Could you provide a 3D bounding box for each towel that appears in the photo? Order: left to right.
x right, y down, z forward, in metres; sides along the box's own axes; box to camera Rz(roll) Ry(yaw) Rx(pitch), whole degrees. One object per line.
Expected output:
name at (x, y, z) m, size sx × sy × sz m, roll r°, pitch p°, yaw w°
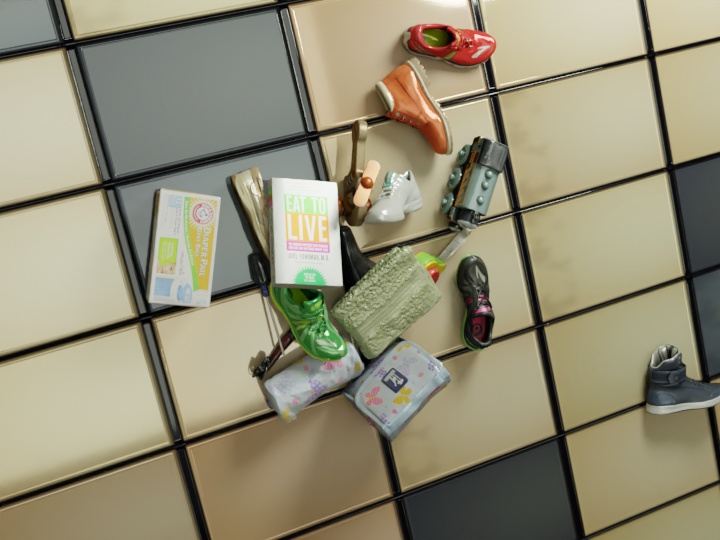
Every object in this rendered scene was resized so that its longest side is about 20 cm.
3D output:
towel at (0.052, 0.061, 1.575) m, size 0.200 × 0.036 × 0.149 m, roll -41°, pitch 112°, yaw -5°

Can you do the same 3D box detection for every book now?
book at (-0.105, -0.066, 1.517) m, size 0.132 × 0.048 × 0.203 m, roll 3°, pitch 73°, yaw -27°

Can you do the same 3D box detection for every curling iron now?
curling iron at (-0.138, 0.134, 1.581) m, size 0.026 × 0.050 × 0.200 m, roll 41°, pitch 81°, yaw -1°

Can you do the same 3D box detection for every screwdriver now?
screwdriver at (-0.173, 0.065, 1.552) m, size 0.028 × 0.029 × 0.202 m, roll -16°, pitch 83°, yaw -19°

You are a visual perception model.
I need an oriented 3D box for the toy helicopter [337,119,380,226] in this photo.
toy helicopter at (-0.005, -0.184, 1.551) m, size 0.078 × 0.132 × 0.203 m, roll 2°, pitch 94°, yaw -17°

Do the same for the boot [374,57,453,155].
boot at (0.106, -0.304, 1.613) m, size 0.107 × 0.075 × 0.201 m, roll -30°, pitch 94°, yaw -10°

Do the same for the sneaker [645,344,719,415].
sneaker at (0.738, 0.237, 1.850) m, size 0.200 × 0.077 × 0.148 m, roll -8°, pitch 99°, yaw -16°

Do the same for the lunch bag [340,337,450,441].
lunch bag at (0.070, 0.224, 1.573) m, size 0.170 × 0.200 × 0.127 m, roll -45°, pitch 106°, yaw -9°

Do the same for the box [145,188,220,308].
box at (-0.321, -0.041, 1.478) m, size 0.111 × 0.101 × 0.203 m, roll 5°, pitch 93°, yaw -18°

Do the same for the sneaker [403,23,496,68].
sneaker at (0.184, -0.446, 1.615) m, size 0.197 × 0.085 × 0.078 m, roll 0°, pitch 95°, yaw -17°

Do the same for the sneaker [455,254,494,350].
sneaker at (0.245, 0.065, 1.676) m, size 0.076 × 0.084 × 0.203 m, roll -11°, pitch 98°, yaw -17°

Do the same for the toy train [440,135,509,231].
toy train at (0.228, -0.175, 1.635) m, size 0.084 × 0.114 × 0.202 m, roll 20°, pitch 88°, yaw -17°

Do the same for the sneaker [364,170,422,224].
sneaker at (0.057, -0.142, 1.560) m, size 0.074 × 0.200 × 0.090 m, roll -1°, pitch 106°, yaw 24°

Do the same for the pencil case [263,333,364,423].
pencil case at (-0.091, 0.207, 1.580) m, size 0.199 × 0.083 × 0.091 m, roll -32°, pitch 82°, yaw -14°

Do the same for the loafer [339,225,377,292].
loafer at (0.000, 0.000, 1.606) m, size 0.072 × 0.073 × 0.202 m, roll -25°, pitch 111°, yaw -23°

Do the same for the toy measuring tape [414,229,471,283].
toy measuring tape at (0.148, -0.027, 1.644) m, size 0.200 × 0.073 × 0.074 m, roll -47°, pitch 106°, yaw -11°

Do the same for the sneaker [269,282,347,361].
sneaker at (-0.095, 0.087, 1.529) m, size 0.201 × 0.083 × 0.074 m, roll 51°, pitch 54°, yaw 0°

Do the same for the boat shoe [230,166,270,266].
boat shoe at (-0.178, -0.094, 1.536) m, size 0.064 × 0.071 × 0.202 m, roll -24°, pitch 100°, yaw -13°
